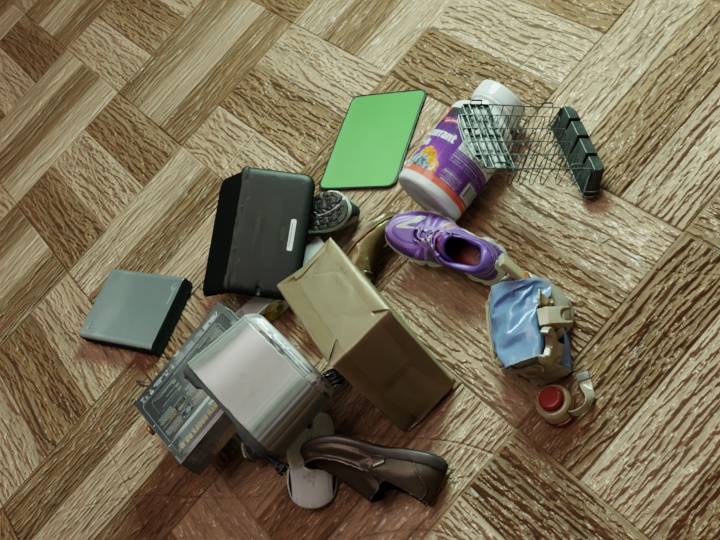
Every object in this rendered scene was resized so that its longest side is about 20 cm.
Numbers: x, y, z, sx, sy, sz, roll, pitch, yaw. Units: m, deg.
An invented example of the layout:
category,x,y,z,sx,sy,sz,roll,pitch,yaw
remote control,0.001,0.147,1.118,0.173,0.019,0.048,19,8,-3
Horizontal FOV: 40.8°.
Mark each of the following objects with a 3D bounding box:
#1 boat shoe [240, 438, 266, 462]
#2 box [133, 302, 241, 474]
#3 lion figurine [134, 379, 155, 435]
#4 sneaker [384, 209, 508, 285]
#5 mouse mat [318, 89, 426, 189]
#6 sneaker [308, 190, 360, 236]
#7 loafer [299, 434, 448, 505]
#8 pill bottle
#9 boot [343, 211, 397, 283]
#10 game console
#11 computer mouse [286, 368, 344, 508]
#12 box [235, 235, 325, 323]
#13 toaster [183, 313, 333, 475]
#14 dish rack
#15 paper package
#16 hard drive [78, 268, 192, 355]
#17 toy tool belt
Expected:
category,x,y,z,sx,sy,sz,roll,pitch,yaw
boat shoe,-0.139,0.186,1.426,0.068,0.071,0.202,-40,34,41
box,-0.218,0.167,1.402,0.201,0.048,0.158,-51,48,-3
lion figurine,-0.283,0.194,1.517,0.122,0.073,0.200,-42,43,-2
sneaker,0.115,-0.043,1.371,0.199,0.083,0.081,19,89,33
mouse mat,0.020,-0.222,1.640,0.160,0.008,0.202,2,62,36
sneaker,-0.091,-0.081,1.573,0.198,0.079,0.075,-5,84,29
loafer,0.010,0.259,1.243,0.198,0.073,0.072,4,68,20
pill bottle,0.156,-0.181,1.443,0.111,0.111,0.201,30,79,44
boot,0.000,0.000,1.462,0.075,0.074,0.200,41,87,20
game console,-0.165,-0.053,1.553,0.174,0.116,0.202,7,81,4
computer mouse,-0.068,0.227,1.342,0.108,0.044,0.202,-4,56,-3
box,-0.122,0.031,1.540,0.200,0.039,0.041,-44,47,1
toaster,-0.125,0.153,1.269,0.129,0.114,0.200,-46,67,-4
dish rack,0.232,-0.173,1.345,0.198,0.055,0.154,0,47,-15
paper package,0.007,0.086,1.300,0.103,0.200,0.191,-42,44,1
hard drive,-0.396,0.071,1.707,0.198,0.033,0.141,5,63,37
toy tool belt,0.212,0.084,1.211,0.124,0.123,0.202,-22,50,20
